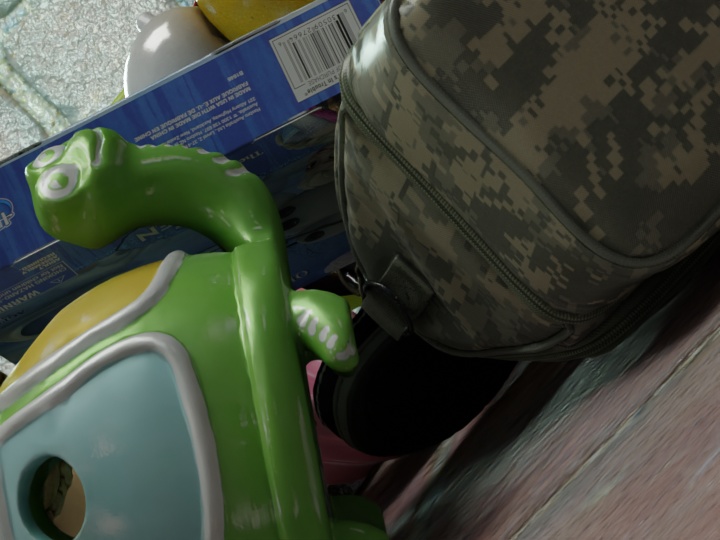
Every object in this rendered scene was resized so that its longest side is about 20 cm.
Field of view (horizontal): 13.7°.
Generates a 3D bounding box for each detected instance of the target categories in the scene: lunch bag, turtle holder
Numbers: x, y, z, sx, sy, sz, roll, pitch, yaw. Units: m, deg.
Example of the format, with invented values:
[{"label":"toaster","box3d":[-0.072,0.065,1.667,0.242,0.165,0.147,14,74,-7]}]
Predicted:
[{"label":"lunch bag","box3d":[0.088,-0.068,1.059,0.200,0.139,0.168,-44,-2,-24]},{"label":"turtle holder","box3d":[-0.063,0.052,1.034,0.131,0.187,0.141,-10,20,-1]}]

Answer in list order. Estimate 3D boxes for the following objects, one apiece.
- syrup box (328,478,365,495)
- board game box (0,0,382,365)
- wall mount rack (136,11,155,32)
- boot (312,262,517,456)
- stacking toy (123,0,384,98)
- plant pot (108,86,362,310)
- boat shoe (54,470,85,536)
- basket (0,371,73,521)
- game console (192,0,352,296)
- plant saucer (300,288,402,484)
[{"label":"syrup box","box3d":[-0.051,0.105,1.502,0.081,0.079,0.200,-47,1,22]},{"label":"board game box","box3d":[-0.060,-0.025,1.180,0.199,0.044,0.199,-27,-15,4]},{"label":"wall mount rack","box3d":[-0.041,-0.133,1.305,0.174,0.074,0.201,-115,42,-69]},{"label":"boot","box3d":[0.001,0.001,1.325,0.203,0.153,0.074,-41,-42,-43]},{"label":"stacking toy","box3d":[-0.021,-0.132,1.156,0.200,0.146,0.146,-44,2,12]},{"label":"plant pot","box3d":[-0.038,-0.044,1.652,0.181,0.199,0.200,4,-43,-51]},{"label":"boat shoe","box3d":[-0.154,0.122,1.300,0.200,0.065,0.071,-39,44,8]},{"label":"basket","box3d":[-0.224,0.096,1.136,0.200,0.149,0.143,-54,30,-11]},{"label":"game console","box3d":[0.024,-0.080,1.427,0.176,0.201,0.031,-12,39,10]},{"label":"plant saucer","box3d":[-0.058,0.046,1.406,0.201,0.200,0.051,-52,-16,-77]}]
